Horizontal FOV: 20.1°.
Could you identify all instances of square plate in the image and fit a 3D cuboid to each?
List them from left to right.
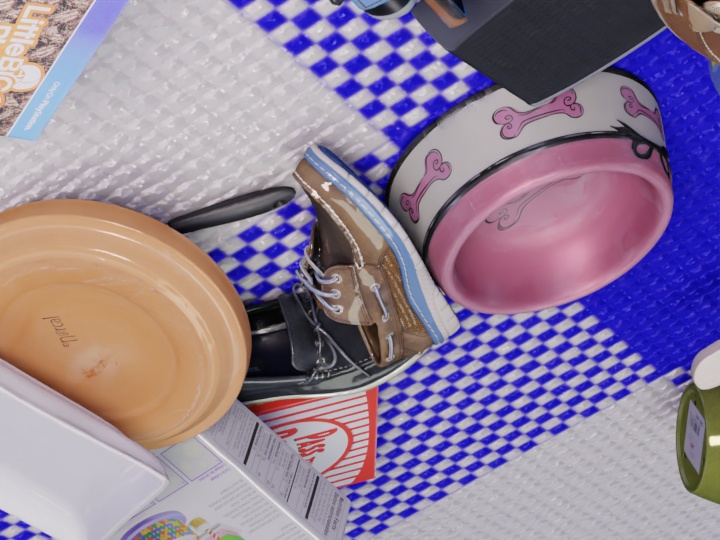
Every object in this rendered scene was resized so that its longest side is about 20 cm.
[{"bbox_3d":[-0.231,0.105,1.315,0.200,0.029,0.198,32,151,-9],"label":"square plate"}]

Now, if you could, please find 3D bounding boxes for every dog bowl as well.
[{"bbox_3d":[0.121,-0.046,1.368,0.199,0.074,0.200,-15,149,-9],"label":"dog bowl"}]

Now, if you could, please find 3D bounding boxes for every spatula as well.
[{"bbox_3d":[-0.135,-0.016,1.312,0.199,0.021,0.057,-23,161,0],"label":"spatula"}]

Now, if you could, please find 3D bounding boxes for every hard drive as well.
[{"bbox_3d":[0.143,-0.178,1.207,0.200,0.042,0.135,-35,146,22],"label":"hard drive"}]

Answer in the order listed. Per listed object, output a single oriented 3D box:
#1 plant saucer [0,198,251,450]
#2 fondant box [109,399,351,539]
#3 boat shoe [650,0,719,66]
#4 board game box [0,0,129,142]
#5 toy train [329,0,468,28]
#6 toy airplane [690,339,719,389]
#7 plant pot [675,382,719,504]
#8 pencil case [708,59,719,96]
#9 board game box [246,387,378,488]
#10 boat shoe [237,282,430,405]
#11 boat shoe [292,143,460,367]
[{"bbox_3d":[-0.169,0.043,1.283,0.199,0.032,0.201,5,130,7],"label":"plant saucer"},{"bbox_3d":[-0.127,0.150,1.418,0.144,0.058,0.200,-33,114,32],"label":"fondant box"},{"bbox_3d":[0.203,-0.164,1.152,0.076,0.072,0.200,-28,147,9],"label":"boat shoe"},{"bbox_3d":[-0.220,-0.159,0.973,0.199,0.097,0.160,6,140,-36],"label":"board game box"},{"bbox_3d":[0.006,-0.196,1.068,0.114,0.087,0.200,-21,152,19],"label":"toy train"},{"bbox_3d":[0.378,0.031,1.568,0.198,0.142,0.200,-1,144,-28],"label":"toy airplane"},{"bbox_3d":[0.377,0.144,1.735,0.199,0.188,0.187,2,145,-7],"label":"plant pot"},{"bbox_3d":[0.281,-0.181,1.250,0.087,0.078,0.200,-16,149,-24],"label":"pencil case"},{"bbox_3d":[-0.087,0.128,1.537,0.199,0.046,0.152,-14,148,-9],"label":"board game box"},{"bbox_3d":[-0.038,0.050,1.424,0.199,0.075,0.062,-12,154,-4],"label":"boat shoe"},{"bbox_3d":[0.000,0.000,1.330,0.072,0.072,0.200,-39,133,-4],"label":"boat shoe"}]
